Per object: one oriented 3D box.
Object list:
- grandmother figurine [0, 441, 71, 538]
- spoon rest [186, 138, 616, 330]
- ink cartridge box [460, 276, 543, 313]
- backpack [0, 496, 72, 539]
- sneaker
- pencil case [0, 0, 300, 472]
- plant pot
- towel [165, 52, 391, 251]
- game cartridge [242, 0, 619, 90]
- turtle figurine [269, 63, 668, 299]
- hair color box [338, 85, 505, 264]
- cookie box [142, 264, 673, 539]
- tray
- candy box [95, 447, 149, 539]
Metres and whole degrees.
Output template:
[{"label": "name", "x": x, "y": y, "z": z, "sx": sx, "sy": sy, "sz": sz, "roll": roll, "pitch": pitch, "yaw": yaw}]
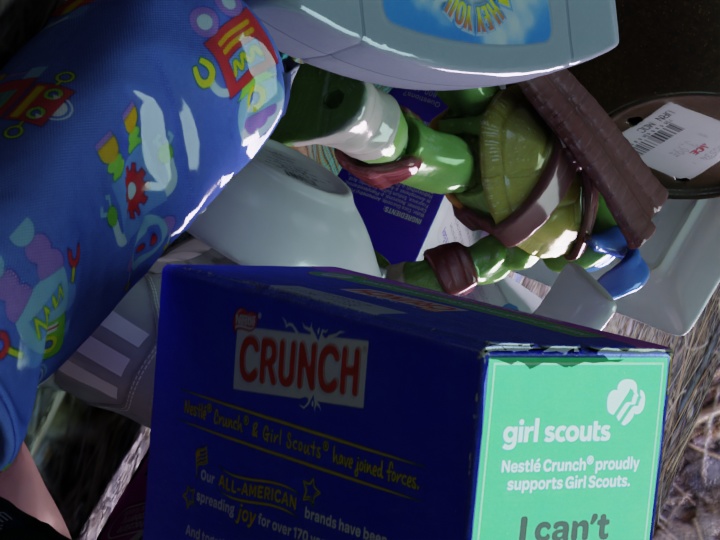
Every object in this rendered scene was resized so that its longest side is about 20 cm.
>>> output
[{"label": "grandmother figurine", "x": -0.097, "y": 0.141, "z": 0.927, "sx": 0.121, "sy": 0.060, "sz": 0.200, "roll": -41, "pitch": 115, "yaw": -46}, {"label": "spoon rest", "x": 0.000, "y": 0.000, "z": 1.038, "sx": 0.061, "sy": 0.200, "sz": 0.099, "roll": -63, "pitch": -152, "yaw": 13}, {"label": "ink cartridge box", "x": 0.044, "y": 0.115, "z": 1.343, "sx": 0.200, "sy": 0.084, "sz": 0.145, "roll": -53, "pitch": -163, "yaw": 11}, {"label": "backpack", "x": -0.111, "y": 0.159, "z": 0.793, "sx": 0.167, "sy": 0.200, "sz": 0.127, "roll": -55, "pitch": 160, "yaw": -48}, {"label": "sneaker", "x": -0.042, "y": 0.041, "z": 1.024, "sx": 0.075, "sy": 0.115, "sz": 0.200, "roll": -65, "pitch": 161, "yaw": 13}, {"label": "pencil case", "x": -0.096, "y": -0.017, "z": 0.849, "sx": 0.200, "sy": 0.078, "sz": 0.087, "roll": -55, "pitch": 139, "yaw": -42}, {"label": "plant pot", "x": 0.147, "y": -0.141, "z": 1.249, "sx": 0.187, "sy": 0.186, "sz": 0.200, "roll": 83, "pitch": 9, "yaw": -61}, {"label": "towel", "x": -0.029, "y": -0.055, "z": 1.174, "sx": 0.147, "sy": 0.022, "sz": 0.200, "roll": 82, "pitch": 32, "yaw": -61}, {"label": "game cartridge", "x": 0.023, "y": -0.132, "z": 0.986, "sx": 0.200, "sy": 0.040, "sz": 0.134, "roll": 0, "pitch": 86, "yaw": -48}, {"label": "turtle figurine", "x": 0.016, "y": -0.060, "z": 1.144, "sx": 0.144, "sy": 0.200, "sz": 0.194, "roll": -43, "pitch": 141, "yaw": 5}, {"label": "hair color box", "x": 0.009, "y": -0.004, "z": 1.302, "sx": 0.109, "sy": 0.065, "sz": 0.200, "roll": 72, "pitch": 39, "yaw": -69}, {"label": "cookie box", "x": 0.005, "y": 0.107, "z": 0.841, "sx": 0.075, "sy": 0.171, "sz": 0.200, "roll": 0, "pitch": 98, "yaw": -36}, {"label": "tray", "x": 0.115, "y": -0.041, "z": 1.332, "sx": 0.022, "sy": 0.200, "sz": 0.108, "roll": 34, "pitch": 83, "yaw": -36}, {"label": "candy box", "x": -0.072, "y": 0.149, "z": 1.070, "sx": 0.136, "sy": 0.061, "sz": 0.200, "roll": -18, "pitch": -142, "yaw": 54}]
